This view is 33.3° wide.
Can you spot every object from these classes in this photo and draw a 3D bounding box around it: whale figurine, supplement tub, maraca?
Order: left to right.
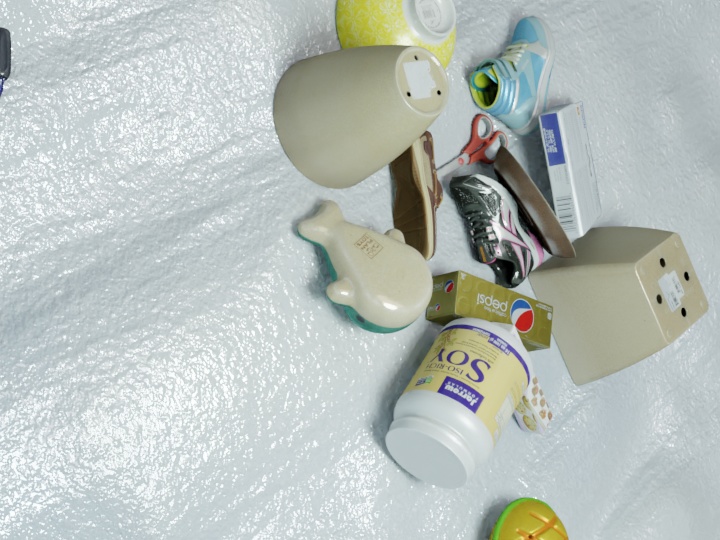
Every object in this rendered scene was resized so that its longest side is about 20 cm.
[{"bbox_3d":[0.000,0.000,1.616,0.200,0.104,0.159,41,53,4],"label":"whale figurine"},{"bbox_3d":[0.133,0.179,1.636,0.145,0.145,0.200,49,54,-20],"label":"supplement tub"},{"bbox_3d":[0.237,0.420,1.692,0.137,0.107,0.201,11,73,-29],"label":"maraca"}]

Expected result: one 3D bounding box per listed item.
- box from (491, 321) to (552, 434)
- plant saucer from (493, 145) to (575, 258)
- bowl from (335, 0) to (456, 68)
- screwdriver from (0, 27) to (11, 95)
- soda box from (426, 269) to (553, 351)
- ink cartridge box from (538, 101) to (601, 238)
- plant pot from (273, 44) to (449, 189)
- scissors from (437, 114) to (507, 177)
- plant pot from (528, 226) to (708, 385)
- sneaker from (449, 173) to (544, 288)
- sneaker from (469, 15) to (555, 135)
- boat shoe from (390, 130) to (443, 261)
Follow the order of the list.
[{"bbox_3d":[0.228,0.158,1.747,0.039,0.041,0.200,-54,135,-32],"label":"box"},{"bbox_3d":[0.254,-0.096,1.799,0.032,0.200,0.200,-34,106,2],"label":"plant saucer"},{"bbox_3d":[0.073,-0.359,1.733,0.200,0.108,0.201,10,74,-37],"label":"bowl"},{"bbox_3d":[-0.411,-0.178,1.348,0.029,0.028,0.201,5,76,-7],"label":"screwdriver"},{"bbox_3d":[0.191,0.062,1.763,0.200,0.064,0.068,20,68,-34],"label":"soda box"},{"bbox_3d":[0.333,-0.162,1.908,0.200,0.040,0.200,-30,109,-67],"label":"ink cartridge box"},{"bbox_3d":[0.016,-0.222,1.595,0.187,0.200,0.188,10,74,-37],"label":"plant pot"},{"bbox_3d":[0.162,-0.164,1.822,0.073,0.014,0.200,54,51,-18],"label":"scissors"},{"bbox_3d":[0.419,0.040,1.883,0.200,0.177,0.200,-31,100,-40],"label":"plant pot"},{"bbox_3d":[0.197,-0.055,1.786,0.200,0.080,0.086,48,56,-20],"label":"sneaker"},{"bbox_3d":[0.232,-0.323,1.875,0.130,0.079,0.201,20,67,-36],"label":"sneaker"},{"bbox_3d":[0.091,-0.108,1.718,0.072,0.072,0.201,2,73,-38],"label":"boat shoe"}]
